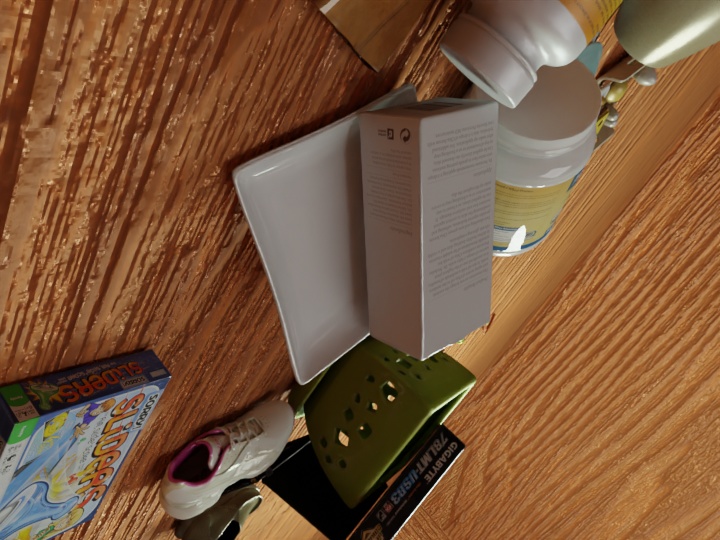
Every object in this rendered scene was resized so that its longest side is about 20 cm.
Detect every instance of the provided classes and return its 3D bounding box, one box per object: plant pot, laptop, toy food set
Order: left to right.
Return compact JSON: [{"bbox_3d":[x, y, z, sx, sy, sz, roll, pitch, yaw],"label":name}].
[{"bbox_3d":[-0.095,0.317,0.871,0.198,0.117,0.187,-26,174,22],"label":"laptop"},{"bbox_3d":[0.023,0.183,0.890,0.200,0.181,0.199,-55,158,19],"label":"plant pot"},{"bbox_3d":[0.432,-0.278,1.039,0.143,0.060,0.201,-38,158,-25],"label":"toy food set"},{"bbox_3d":[0.403,-0.344,0.720,0.186,0.188,0.200,-33,170,-32],"label":"plant pot"}]

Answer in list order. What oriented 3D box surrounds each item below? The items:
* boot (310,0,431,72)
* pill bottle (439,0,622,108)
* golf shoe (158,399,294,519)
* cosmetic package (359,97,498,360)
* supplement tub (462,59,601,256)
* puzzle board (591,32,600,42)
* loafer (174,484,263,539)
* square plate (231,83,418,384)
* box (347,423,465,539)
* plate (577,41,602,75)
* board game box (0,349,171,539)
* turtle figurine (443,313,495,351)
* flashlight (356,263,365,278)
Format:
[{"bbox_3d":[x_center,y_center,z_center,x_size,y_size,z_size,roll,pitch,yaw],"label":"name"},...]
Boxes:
[{"bbox_3d":[0.040,-0.232,0.358,0.200,0.069,0.188,-42,168,7],"label":"boot"},{"bbox_3d":[0.154,-0.235,0.475,0.201,0.111,0.111,-52,159,13],"label":"pill bottle"},{"bbox_3d":[-0.159,0.223,0.760,0.199,0.075,0.092,-35,154,-33],"label":"golf shoe"},{"bbox_3d":[0.061,-0.039,0.530,0.101,0.071,0.203,-20,117,-38],"label":"cosmetic package"},{"bbox_3d":[0.166,-0.122,0.664,0.144,0.145,0.201,-39,159,-19],"label":"supplement tub"},{"bbox_3d":[0.262,-0.286,0.741,0.150,0.017,0.201,-30,155,-39],"label":"puzzle board"},{"bbox_3d":[-0.217,0.405,0.985,0.076,0.067,0.199,-51,160,14],"label":"loafer"},{"bbox_3d":[-0.009,-0.034,0.534,0.197,0.028,0.203,-34,126,-32],"label":"square plate"},{"bbox_3d":[0.070,0.312,0.875,0.199,0.049,0.200,-50,165,-8],"label":"box"},{"bbox_3d":[0.247,-0.208,0.802,0.199,0.026,0.201,-37,165,-11],"label":"plate"},{"bbox_3d":[-0.252,0.159,0.499,0.135,0.034,0.201,-12,140,-58],"label":"board game box"},{"bbox_3d":[0.225,0.116,1.353,0.198,0.065,0.162,-32,149,-16],"label":"turtle figurine"},{"bbox_3d":[0.000,0.000,0.682,0.200,0.067,0.069,45,62,-74],"label":"flashlight"}]
